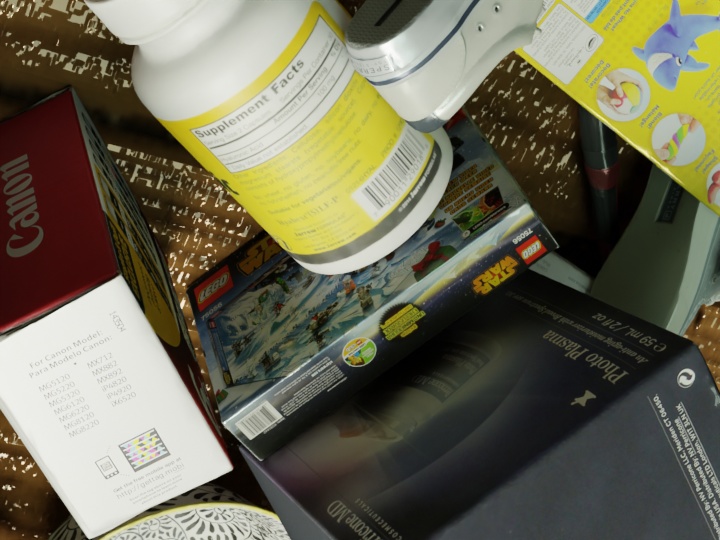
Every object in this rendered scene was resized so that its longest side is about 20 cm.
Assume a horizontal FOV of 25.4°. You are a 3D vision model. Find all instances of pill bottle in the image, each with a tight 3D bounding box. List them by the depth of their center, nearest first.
[{"bbox_3d":[-0.048,-0.099,0.830,0.111,0.111,0.200,-37,123,8],"label":"pill bottle"}]

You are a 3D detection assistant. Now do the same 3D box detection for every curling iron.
[{"bbox_3d":[0.151,-0.070,0.961,0.049,0.026,0.201,-32,122,-21],"label":"curling iron"}]

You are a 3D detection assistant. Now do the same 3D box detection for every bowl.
[{"bbox_3d":[-0.133,0.197,0.992,0.200,0.094,0.201,-15,126,-20],"label":"bowl"}]

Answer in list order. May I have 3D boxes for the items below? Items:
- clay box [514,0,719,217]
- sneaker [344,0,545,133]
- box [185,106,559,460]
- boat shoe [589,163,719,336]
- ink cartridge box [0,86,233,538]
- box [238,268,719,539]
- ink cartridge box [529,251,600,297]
[{"bbox_3d":[0.185,-0.114,0.874,0.200,0.048,0.115,39,106,-3],"label":"clay box"},{"bbox_3d":[0.070,-0.155,0.826,0.200,0.073,0.071,-47,129,-17],"label":"sneaker"},{"bbox_3d":[0.000,0.000,0.891,0.200,0.137,0.040,-36,124,8],"label":"box"},{"bbox_3d":[0.199,-0.013,0.952,0.071,0.070,0.201,25,86,-35],"label":"boat shoe"},{"bbox_3d":[-0.151,-0.001,0.805,0.084,0.200,0.176,-26,126,-1],"label":"ink cartridge box"},{"bbox_3d":[0.069,0.111,0.845,0.198,0.200,0.124,-35,113,-13],"label":"box"},{"bbox_3d":[0.084,0.085,0.984,0.162,0.050,0.200,31,92,-26],"label":"ink cartridge box"}]
